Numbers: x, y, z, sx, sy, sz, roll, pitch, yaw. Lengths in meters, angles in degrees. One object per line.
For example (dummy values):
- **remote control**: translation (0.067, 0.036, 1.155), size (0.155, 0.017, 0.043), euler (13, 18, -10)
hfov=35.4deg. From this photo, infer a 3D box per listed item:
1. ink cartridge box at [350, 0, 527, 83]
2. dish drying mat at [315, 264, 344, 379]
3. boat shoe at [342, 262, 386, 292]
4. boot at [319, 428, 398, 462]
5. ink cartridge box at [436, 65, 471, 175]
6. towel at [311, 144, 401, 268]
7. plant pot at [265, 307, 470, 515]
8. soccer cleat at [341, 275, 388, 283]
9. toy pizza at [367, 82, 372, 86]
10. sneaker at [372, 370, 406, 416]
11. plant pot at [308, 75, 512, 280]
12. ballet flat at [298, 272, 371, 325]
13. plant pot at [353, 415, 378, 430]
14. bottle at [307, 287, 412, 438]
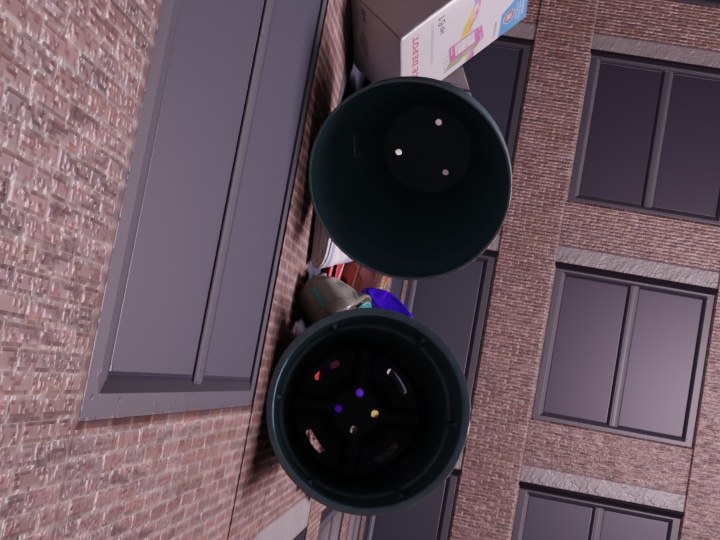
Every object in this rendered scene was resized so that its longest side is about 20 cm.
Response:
- **ink cartridge box**: translation (0.091, -0.293, 1.257), size (0.200, 0.085, 0.145), euler (-37, 160, -13)
- **dish drying mat**: translation (-0.047, 0.073, 1.357), size (0.077, 0.018, 0.201), euler (81, 20, -76)
- **boat shoe**: translation (0.000, 0.000, 1.439), size (0.074, 0.069, 0.201), euler (-50, 154, -81)
- **boot**: translation (0.005, 0.269, 1.559), size (0.200, 0.181, 0.073), euler (67, 4, -67)
- **ink cartridge box**: translation (0.082, -0.203, 1.444), size (0.200, 0.115, 0.068), euler (-98, -169, -50)
- **towel**: translation (0.014, -0.083, 1.272), size (0.200, 0.024, 0.148), euler (-14, 117, -56)
- **plant pot**: translation (0.001, 0.148, 1.190), size (0.196, 0.199, 0.201), euler (121, -21, -81)
- **soccer cleat**: translation (-0.004, 0.039, 1.527), size (0.085, 0.068, 0.201), euler (-100, -158, -81)
- **toy pizza**: translation (-0.008, -0.124, 1.344), size (0.200, 0.032, 0.201), euler (10, 90, -83)
- **sneaker**: translation (0.027, 0.141, 1.481), size (0.200, 0.078, 0.090), euler (-37, 169, 34)
- **plant pot**: translation (0.058, -0.108, 1.148), size (0.135, 0.199, 0.201), euler (-61, 160, -66)
- **ballet flat**: translation (-0.029, 0.032, 1.260), size (0.064, 0.067, 0.200), euler (55, 2, 6)
- **plant pot**: translation (0.036, 0.209, 1.692), size (0.184, 0.199, 0.201), euler (57, 42, -64)
- **bottle**: translation (-0.007, 0.122, 1.398), size (0.084, 0.065, 0.201), euler (50, -60, 48)
